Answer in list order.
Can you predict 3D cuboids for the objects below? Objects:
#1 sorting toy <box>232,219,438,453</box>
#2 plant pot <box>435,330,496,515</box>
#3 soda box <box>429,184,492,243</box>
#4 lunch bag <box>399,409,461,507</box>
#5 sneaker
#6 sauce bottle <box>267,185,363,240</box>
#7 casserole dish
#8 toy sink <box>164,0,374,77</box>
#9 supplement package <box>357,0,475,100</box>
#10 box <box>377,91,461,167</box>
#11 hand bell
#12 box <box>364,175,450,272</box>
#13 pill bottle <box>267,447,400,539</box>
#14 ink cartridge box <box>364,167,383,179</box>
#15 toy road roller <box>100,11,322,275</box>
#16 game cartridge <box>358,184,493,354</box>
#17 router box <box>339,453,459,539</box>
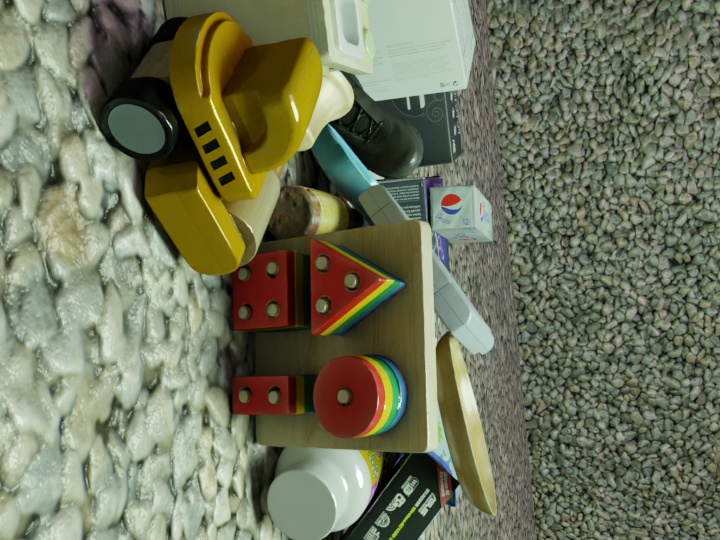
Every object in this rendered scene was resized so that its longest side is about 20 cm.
[{"bbox_3d":[-0.034,0.062,0.684,0.069,0.197,0.202,10,77,-55],"label":"sorting toy"},{"bbox_3d":[0.111,0.165,0.817,0.200,0.027,0.202,-14,90,-80],"label":"plant pot"},{"bbox_3d":[0.159,-0.084,1.158,0.200,0.068,0.064,12,76,-72],"label":"soda box"},{"bbox_3d":[0.100,0.242,1.154,0.201,0.126,0.171,80,17,-49],"label":"lunch bag"},{"bbox_3d":[-0.010,-0.178,0.869,0.076,0.200,0.091,-52,154,13],"label":"sneaker"},{"bbox_3d":[-0.043,-0.058,0.868,0.200,0.065,0.067,2,85,-70],"label":"sauce bottle"},{"bbox_3d":[-0.003,-0.109,0.947,0.200,0.039,0.121,46,10,-45],"label":"casserole dish"},{"bbox_3d":[-0.053,-0.229,0.661,0.130,0.198,0.113,-31,116,-71],"label":"toy sink"},{"bbox_3d":[0.037,-0.346,0.971,0.148,0.189,0.201,-74,154,-47],"label":"supplement package"},{"bbox_3d":[0.093,-0.277,1.240,0.106,0.121,0.202,-46,129,-67],"label":"box"},{"bbox_3d":[-0.084,-0.111,0.758,0.104,0.103,0.201,58,44,-55],"label":"hand bell"},{"bbox_3d":[0.074,-0.042,1.163,0.148,0.103,0.202,-26,111,-71],"label":"box"},{"bbox_3d":[-0.027,0.211,0.804,0.200,0.103,0.105,-26,111,-70],"label":"pill bottle"},{"bbox_3d":[0.019,-0.183,1.118,0.200,0.044,0.095,-23,110,-71],"label":"ink cartridge box"},{"bbox_3d":[-0.093,-0.102,0.594,0.124,0.145,0.201,-75,154,-43],"label":"toy road roller"},{"bbox_3d":[0.073,-0.003,0.830,0.201,0.041,0.133,57,3,28],"label":"game cartridge"},{"bbox_3d":[0.038,0.280,0.858,0.150,0.062,0.200,-50,170,-9],"label":"router box"}]
